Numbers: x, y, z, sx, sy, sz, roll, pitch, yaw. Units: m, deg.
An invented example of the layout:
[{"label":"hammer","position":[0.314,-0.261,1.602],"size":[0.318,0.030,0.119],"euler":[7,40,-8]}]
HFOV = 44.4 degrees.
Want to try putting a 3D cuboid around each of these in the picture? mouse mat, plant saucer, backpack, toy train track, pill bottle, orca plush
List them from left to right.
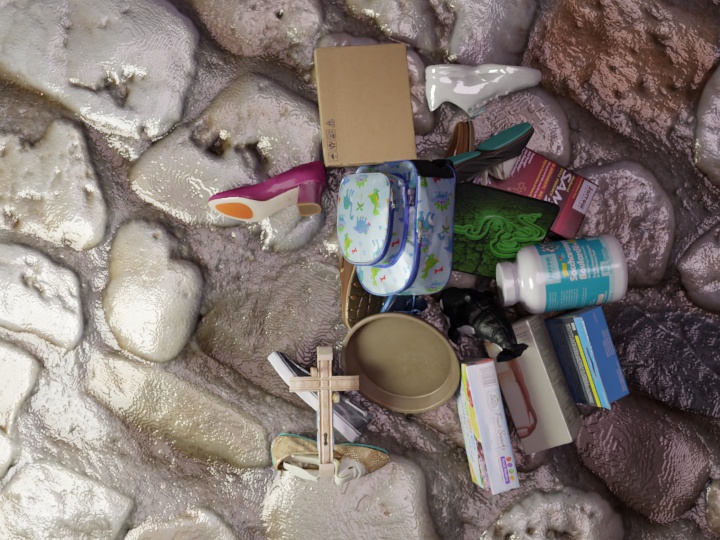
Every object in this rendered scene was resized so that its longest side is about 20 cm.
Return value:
[{"label":"toy train track","position":[-0.054,0.223,1.393],"size":[0.112,0.033,0.205],"euler":[0,86,-11]},{"label":"backpack","position":[0.050,-0.063,1.353],"size":[0.144,0.182,0.205],"euler":[-5,95,-33]},{"label":"plant saucer","position":[0.066,0.146,1.423],"size":[0.196,0.030,0.204],"euler":[9,124,13]},{"label":"orca plush","position":[0.177,0.073,1.400],"size":[0.104,0.201,0.071],"euler":[-36,129,7]},{"label":"mouse mat","position":[0.213,-0.058,1.433],"size":[0.196,0.008,0.163],"euler":[10,121,-23]},{"label":"pill bottle","position":[0.323,0.009,1.431],"size":[0.195,0.111,0.113],"euler":[-9,87,-2]}]

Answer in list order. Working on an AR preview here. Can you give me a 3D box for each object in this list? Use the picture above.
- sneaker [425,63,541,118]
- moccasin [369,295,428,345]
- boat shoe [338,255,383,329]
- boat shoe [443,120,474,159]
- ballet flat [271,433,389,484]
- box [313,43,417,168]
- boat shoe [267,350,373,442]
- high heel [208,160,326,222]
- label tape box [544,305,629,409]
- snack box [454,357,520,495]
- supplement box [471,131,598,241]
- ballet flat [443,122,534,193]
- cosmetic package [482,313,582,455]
[{"label":"sneaker","position":[0.208,-0.305,1.498],"size":[0.195,0.075,0.091],"euler":[0,99,3]},{"label":"moccasin","position":[0.085,0.042,1.456],"size":[0.067,0.080,0.202],"euler":[31,86,2]},{"label":"boat shoe","position":[0.000,0.000,1.464],"size":[0.071,0.067,0.205],"euler":[10,83,-31]},{"label":"boat shoe","position":[0.145,-0.155,1.475],"size":[0.066,0.072,0.205],"euler":[10,86,-3]},{"label":"ballet flat","position":[-0.051,0.315,1.435],"size":[0.195,0.071,0.066],"euler":[6,47,4]},{"label":"box","position":[0.009,-0.280,1.497],"size":[0.160,0.021,0.205],"euler":[-5,85,-9]},{"label":"boat shoe","position":[-0.063,0.191,1.444],"size":[0.199,0.072,0.068],"euler":[42,86,-1]},{"label":"high heel","position":[-0.155,-0.138,1.480],"size":[0.195,0.068,0.098],"euler":[2,57,1]},{"label":"label tape box","position":[0.367,0.136,1.403],"size":[0.062,0.200,0.147],"euler":[-17,87,-6]},{"label":"snack box","position":[0.196,0.244,1.417],"size":[0.052,0.142,0.205],"euler":[-11,86,-5]},{"label":"supplement box","position":[0.286,-0.137,1.487],"size":[0.197,0.061,0.111],"euler":[26,85,-2]},{"label":"ballet flat","position":[0.200,-0.172,1.421],"size":[0.197,0.068,0.070],"euler":[-25,113,-17]},{"label":"cosmetic package","position":[0.281,0.181,1.436],"size":[0.086,0.103,0.204],"euler":[-22,86,23]}]
